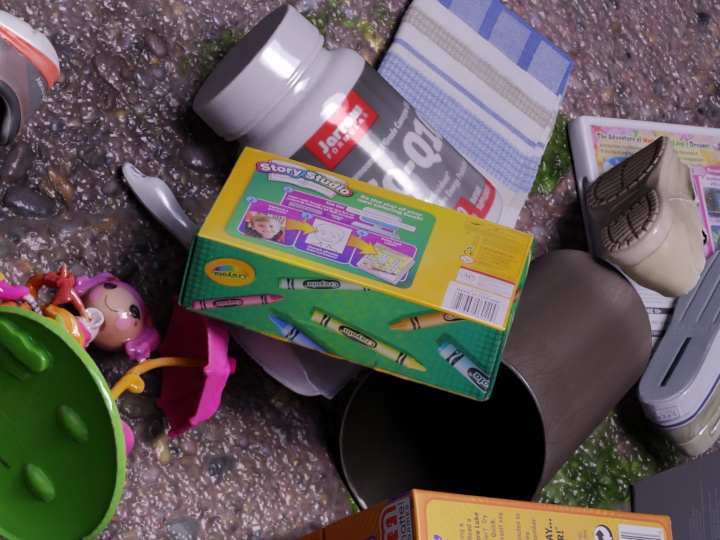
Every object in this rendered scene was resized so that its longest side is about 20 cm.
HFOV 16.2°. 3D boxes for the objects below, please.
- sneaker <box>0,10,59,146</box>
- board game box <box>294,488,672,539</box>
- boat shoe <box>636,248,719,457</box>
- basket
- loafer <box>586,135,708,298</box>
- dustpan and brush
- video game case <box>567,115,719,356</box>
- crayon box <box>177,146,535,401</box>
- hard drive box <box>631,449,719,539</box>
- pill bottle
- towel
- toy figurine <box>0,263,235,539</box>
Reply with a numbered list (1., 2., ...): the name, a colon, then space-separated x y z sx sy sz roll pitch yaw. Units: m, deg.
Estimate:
1. sneaker: -0.278 -0.145 1.560 0.199 0.077 0.082 30 63 -22
2. board game box: 0.064 0.263 1.563 0.199 0.199 0.202 9 67 -33
3. boat shoe: 0.264 0.051 1.856 0.200 0.072 0.062 -52 128 -32
4. basket: 0.104 0.075 1.699 0.136 0.180 0.200 50 42 3
5. loafer: 0.207 -0.033 1.800 0.068 0.075 0.200 52 20 -14
6. dustpan and brush: -0.079 -0.001 1.651 0.201 0.057 0.140 54 23 -2
7. video game case: 0.253 -0.023 1.924 0.199 0.024 0.184 3 70 -34
8. crayon box: 0.000 0.000 1.562 0.198 0.059 0.119 17 32 4
9. hard drive box: 0.313 0.171 1.777 0.155 0.200 0.077 12 66 -31
10. pill bottle: -0.010 -0.076 1.697 0.200 0.114 0.114 43 53 -14
11. towel: 0.074 -0.118 1.833 0.146 0.024 0.201 36 53 -17
12. toy figurine: -0.166 0.054 1.552 0.200 0.151 0.184 43 35 16
